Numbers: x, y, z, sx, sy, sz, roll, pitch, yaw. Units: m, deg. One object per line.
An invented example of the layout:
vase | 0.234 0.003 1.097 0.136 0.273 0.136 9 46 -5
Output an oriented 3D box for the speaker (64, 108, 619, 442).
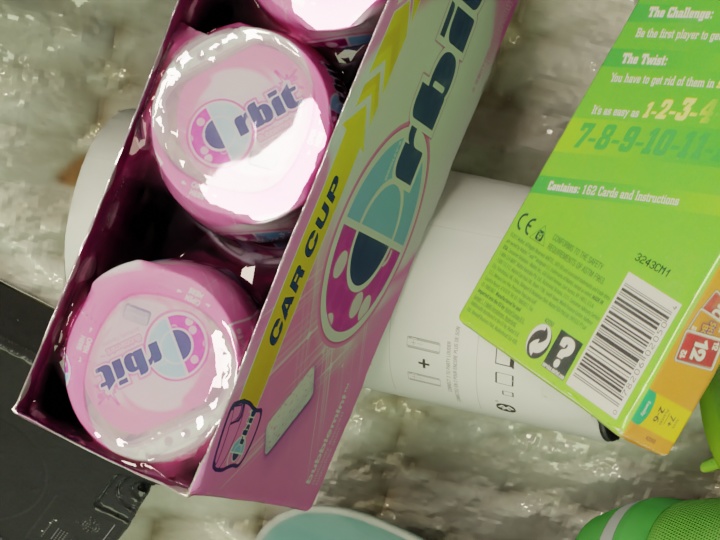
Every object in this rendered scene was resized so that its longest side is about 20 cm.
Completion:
speaker | 0.000 0.000 0.898 0.198 0.081 0.082 11 134 19

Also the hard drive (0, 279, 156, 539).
hard drive | -0.179 0.052 1.037 0.199 0.038 0.140 27 131 -13

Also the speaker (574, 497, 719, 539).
speaker | 0.178 0.122 0.974 0.199 0.089 0.089 -8 131 34

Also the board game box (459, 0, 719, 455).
board game box | 0.109 -0.052 0.789 0.030 0.095 0.201 24 97 -35

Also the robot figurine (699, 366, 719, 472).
robot figurine | 0.177 0.014 0.812 0.174 0.116 0.201 23 133 1

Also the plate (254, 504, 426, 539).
plate | 0.036 0.171 1.067 0.199 0.026 0.201 30 142 27

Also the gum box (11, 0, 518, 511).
gum box | -0.022 -0.032 0.807 0.066 0.201 0.113 22 179 18
